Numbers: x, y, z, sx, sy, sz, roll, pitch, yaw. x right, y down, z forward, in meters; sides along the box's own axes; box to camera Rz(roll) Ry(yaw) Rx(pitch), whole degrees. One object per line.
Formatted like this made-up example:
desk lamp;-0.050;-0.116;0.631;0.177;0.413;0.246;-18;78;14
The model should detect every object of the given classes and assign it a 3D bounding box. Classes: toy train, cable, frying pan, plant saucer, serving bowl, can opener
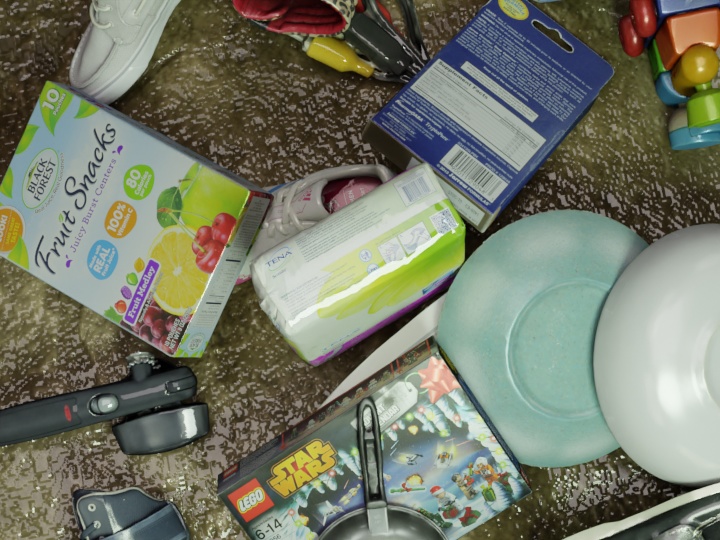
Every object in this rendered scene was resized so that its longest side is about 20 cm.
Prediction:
toy train;0.255;-0.161;1.314;0.084;0.200;0.117;-12;85;1
cable;0.038;-0.164;1.416;0.200;0.050;0.097;43;68;-4
frying pan;0.027;0.196;1.289;0.114;0.031;0.192;15;110;-10
plant saucer;0.158;0.057;1.325;0.199;0.039;0.204;-2;100;-11
serving bowl;0.277;0.067;1.303;0.198;0.066;0.203;-1;93;-20
can opener;-0.219;0.111;1.360;0.198;0.063;0.080;-9;81;1

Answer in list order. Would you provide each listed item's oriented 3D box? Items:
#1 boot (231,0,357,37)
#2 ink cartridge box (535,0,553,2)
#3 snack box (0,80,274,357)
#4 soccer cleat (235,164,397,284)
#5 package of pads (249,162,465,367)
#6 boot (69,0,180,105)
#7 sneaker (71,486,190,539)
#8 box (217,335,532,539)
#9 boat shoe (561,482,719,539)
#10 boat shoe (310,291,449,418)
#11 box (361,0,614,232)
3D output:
boot;-0.070;-0.271;1.387;0.198;0.073;0.152;15;63;8
ink cartridge box;0.182;-0.321;1.369;0.076;0.136;0.202;21;82;-33
snack box;-0.184;-0.040;1.355;0.199;0.053;0.143;29;97;19
soccer cleat;-0.061;-0.043;1.366;0.198;0.086;0.071;-18;80;0
package of pads;0.000;0.000;1.298;0.154;0.200;0.069;-30;79;-2
boot;-0.195;-0.222;1.365;0.201;0.095;0.074;-54;51;19
sneaker;-0.214;0.248;1.323;0.201;0.077;0.147;-27;92;-12
box;0.010;0.160;1.310;0.199;0.040;0.137;-33;106;7
boat shoe;0.234;0.211;1.312;0.198;0.072;0.068;-23;63;7
boat shoe;0.031;0.095;1.353;0.200;0.072;0.069;-40;81;-13
box;0.105;-0.131;1.371;0.121;0.032;0.200;38;56;8
